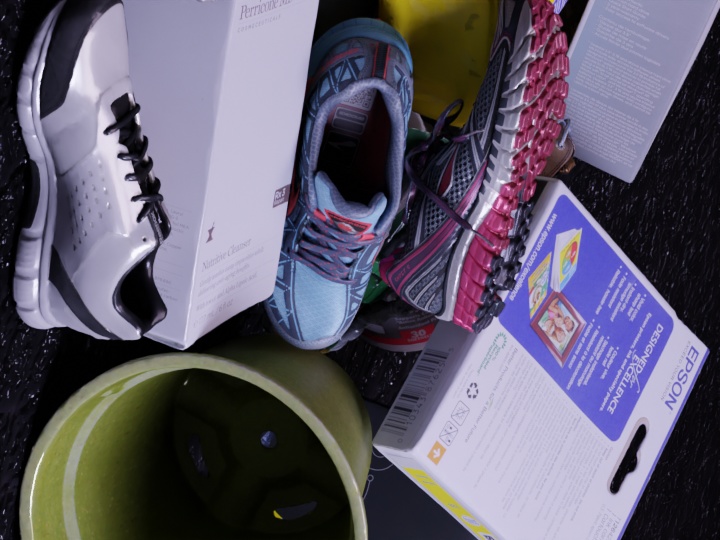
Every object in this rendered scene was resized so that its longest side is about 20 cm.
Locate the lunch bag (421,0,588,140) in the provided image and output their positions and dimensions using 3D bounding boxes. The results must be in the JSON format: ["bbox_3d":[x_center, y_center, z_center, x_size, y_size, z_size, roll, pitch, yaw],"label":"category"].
[{"bbox_3d":[0.103,-0.153,1.729,0.200,0.117,0.165,-52,148,-54],"label":"lunch bag"}]

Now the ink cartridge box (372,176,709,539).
[{"bbox_3d":[0.118,0.077,1.539,0.200,0.047,0.198,46,65,-40],"label":"ink cartridge box"}]

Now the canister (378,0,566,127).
[{"bbox_3d":[0.088,-0.201,1.488,0.200,0.086,0.149,-55,158,-37],"label":"canister"}]

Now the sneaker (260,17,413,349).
[{"bbox_3d":[-0.019,-0.039,1.403,0.096,0.079,0.201,-102,-159,-66],"label":"sneaker"}]

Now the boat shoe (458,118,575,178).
[{"bbox_3d":[0.102,-0.074,1.582,0.072,0.072,0.202,-46,132,-79],"label":"boat shoe"}]

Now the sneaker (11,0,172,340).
[{"bbox_3d":[-0.129,-0.054,1.263,0.074,0.080,0.201,-43,144,-51],"label":"sneaker"}]

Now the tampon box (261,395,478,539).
[{"bbox_3d":[0.009,0.168,1.641,0.151,0.199,0.126,-70,160,-5],"label":"tampon box"}]

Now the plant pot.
[{"bbox_3d":[-0.074,0.121,1.435,0.184,0.199,0.202,-48,152,-71],"label":"plant pot"}]

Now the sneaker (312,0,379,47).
[{"bbox_3d":[-0.047,-0.126,1.452,0.106,0.074,0.201,-8,116,-54],"label":"sneaker"}]

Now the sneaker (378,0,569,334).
[{"bbox_3d":[0.064,-0.065,1.403,0.081,0.074,0.201,-26,134,-66],"label":"sneaker"}]

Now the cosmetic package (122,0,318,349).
[{"bbox_3d":[-0.089,-0.075,1.343,0.113,0.081,0.201,-34,139,-59],"label":"cosmetic package"}]

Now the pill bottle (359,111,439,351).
[{"bbox_3d":[0.018,-0.036,1.619,0.111,0.110,0.200,-64,159,-20],"label":"pill bottle"}]

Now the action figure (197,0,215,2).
[{"bbox_3d":[-0.085,-0.205,1.218,0.120,0.102,0.200,-66,164,18],"label":"action figure"}]

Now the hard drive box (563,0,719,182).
[{"bbox_3d":[0.197,-0.184,1.597,0.156,0.076,0.201,-59,173,-45],"label":"hard drive box"}]

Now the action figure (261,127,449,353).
[{"bbox_3d":[0.000,0.000,1.516,0.118,0.055,0.200,19,125,-35],"label":"action figure"}]
